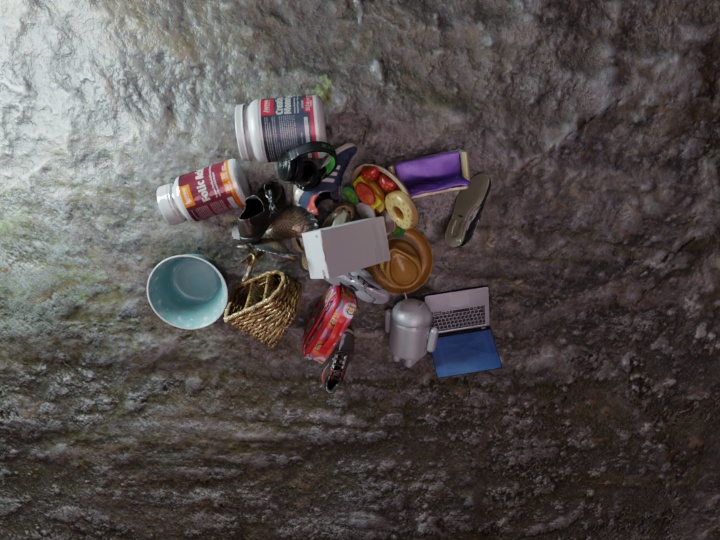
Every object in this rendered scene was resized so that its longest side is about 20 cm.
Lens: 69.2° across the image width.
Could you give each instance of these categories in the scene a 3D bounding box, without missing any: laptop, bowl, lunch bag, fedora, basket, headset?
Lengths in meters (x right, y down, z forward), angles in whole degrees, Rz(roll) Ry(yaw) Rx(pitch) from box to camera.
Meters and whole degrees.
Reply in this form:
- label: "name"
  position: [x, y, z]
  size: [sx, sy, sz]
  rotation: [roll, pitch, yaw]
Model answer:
- label: "laptop"
  position: [0.284, 0.169, 1.450]
  size: [0.184, 0.116, 0.203]
  rotation: [-8, 112, -2]
- label: "bowl"
  position: [-0.432, 0.038, 1.343]
  size: [0.197, 0.105, 0.204]
  rotation: [-1, 112, -3]
- label: "lunch bag"
  position: [-0.081, 0.142, 1.376]
  size: [0.081, 0.177, 0.201]
  rotation: [27, 107, -15]
- label: "fedora"
  position: [0.105, -0.018, 1.378]
  size: [0.197, 0.082, 0.204]
  rotation: [-2, 111, -4]
- label: "basket"
  position: [-0.240, 0.068, 1.320]
  size: [0.148, 0.200, 0.143]
  rotation: [32, 107, -15]
- label: "headset"
  position: [-0.138, -0.211, 1.178]
  size: [0.198, 0.095, 0.123]
  rotation: [-27, 156, 25]

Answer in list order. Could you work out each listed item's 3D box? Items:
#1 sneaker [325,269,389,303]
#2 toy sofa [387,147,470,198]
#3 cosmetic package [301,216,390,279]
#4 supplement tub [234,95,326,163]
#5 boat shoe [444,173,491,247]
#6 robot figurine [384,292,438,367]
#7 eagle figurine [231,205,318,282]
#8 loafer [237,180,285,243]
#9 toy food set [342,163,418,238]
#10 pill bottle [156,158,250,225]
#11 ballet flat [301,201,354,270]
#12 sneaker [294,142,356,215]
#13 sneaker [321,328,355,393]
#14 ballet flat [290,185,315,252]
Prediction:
- label: "sneaker"
  position: [0.000, 0.000, 1.342]
  size: [0.198, 0.116, 0.075]
  rotation: [25, 152, 12]
- label: "toy sofa"
  position: [0.169, -0.238, 1.290]
  size: [0.197, 0.098, 0.084]
  rotation: [-11, 113, 0]
- label: "cosmetic package"
  position: [-0.030, -0.055, 1.234]
  size: [0.198, 0.081, 0.115]
  rotation: [-14, 99, -37]
- label: "supplement tub"
  position: [-0.178, -0.324, 1.203]
  size: [0.197, 0.141, 0.142]
  rotation: [-5, 112, -3]
- label: "boat shoe"
  position: [0.285, -0.154, 1.361]
  size: [0.067, 0.072, 0.202]
  rotation: [9, 108, -48]
- label: "robot figurine"
  position: [0.136, 0.162, 1.433]
  size: [0.168, 0.113, 0.203]
  rotation: [19, 119, 27]
- label: "eagle figurine"
  position: [-0.211, -0.072, 1.274]
  size: [0.149, 0.199, 0.154]
  rotation: [0, 71, -39]
- label: "loafer"
  position: [-0.233, -0.153, 1.238]
  size: [0.072, 0.202, 0.072]
  rotation: [4, 137, 14]
- label: "toy food set"
  position: [0.049, -0.166, 1.274]
  size: [0.200, 0.198, 0.049]
  rotation: [48, 61, -4]
- label: "pill bottle"
  position: [-0.375, -0.185, 1.255]
  size: [0.197, 0.114, 0.116]
  rotation: [-18, 112, 2]
- label: "ballet flat"
  position: [-0.083, -0.087, 1.298]
  size: [0.070, 0.065, 0.202]
  rotation: [31, 91, -9]
- label: "sneaker"
  position: [-0.064, -0.216, 1.263]
  size: [0.084, 0.075, 0.200]
  rotation: [42, 87, 12]
- label: "sneaker"
  position: [-0.058, 0.261, 1.475]
  size: [0.076, 0.082, 0.203]
  rotation: [11, 111, -9]
- label: "ballet flat"
  position: [-0.141, -0.139, 1.320]
  size: [0.068, 0.070, 0.203]
  rotation: [2, 111, -6]
